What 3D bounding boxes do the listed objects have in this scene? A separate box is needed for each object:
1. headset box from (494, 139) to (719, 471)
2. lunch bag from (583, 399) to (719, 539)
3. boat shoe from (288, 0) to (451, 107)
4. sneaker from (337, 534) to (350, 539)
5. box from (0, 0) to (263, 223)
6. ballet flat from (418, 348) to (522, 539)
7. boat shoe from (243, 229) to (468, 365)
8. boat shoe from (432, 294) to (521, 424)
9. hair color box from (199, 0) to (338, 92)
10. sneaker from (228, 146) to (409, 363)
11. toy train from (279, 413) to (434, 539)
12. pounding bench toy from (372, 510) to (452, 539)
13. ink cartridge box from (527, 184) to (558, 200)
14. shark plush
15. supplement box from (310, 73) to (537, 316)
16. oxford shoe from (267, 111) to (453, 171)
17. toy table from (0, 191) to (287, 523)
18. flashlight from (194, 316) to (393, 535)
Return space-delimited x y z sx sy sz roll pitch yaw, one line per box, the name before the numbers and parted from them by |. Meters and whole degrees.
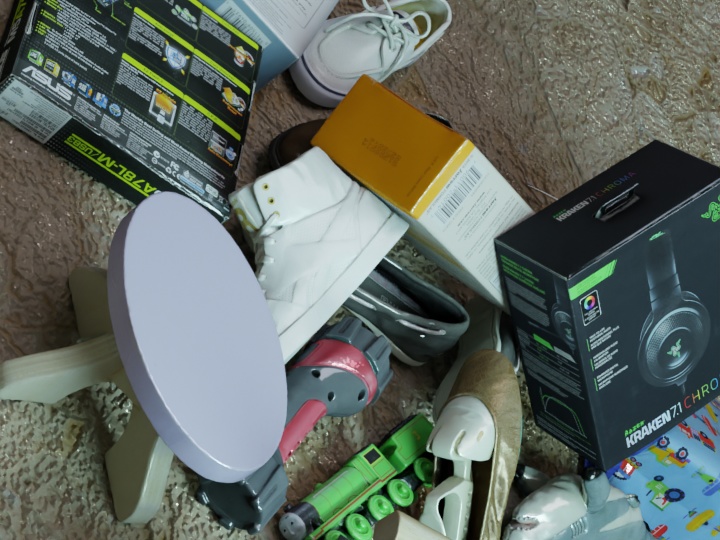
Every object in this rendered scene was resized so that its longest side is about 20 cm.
headset box | 0.210 0.019 1.640 0.173 0.093 0.201 -30 125 -23
lunch bag | 0.268 0.133 1.825 0.150 0.094 0.201 34 32 -24
boat shoe | 0.020 -0.198 1.785 0.202 0.086 0.075 -26 83 -53
sneaker | 0.024 0.267 1.474 0.082 0.070 0.200 -52 122 -12
box | -0.171 -0.147 1.569 0.199 0.047 0.194 33 40 -26
ballet flat | 0.072 0.156 1.537 0.072 0.067 0.202 10 90 -55
boat shoe | 0.000 0.000 1.625 0.199 0.057 0.067 36 41 -25
boat shoe | 0.104 0.081 1.673 0.057 0.067 0.200 47 26 -15
hair color box | -0.069 -0.244 1.742 0.099 0.060 0.200 46 39 -14
sneaker | -0.067 -0.001 1.530 0.116 0.074 0.200 43 62 -3
toy train | 0.006 0.161 1.540 0.056 0.042 0.200 49 36 7
pounding bench toy | -0.034 0.240 1.297 0.124 0.156 0.201 39 70 -22
ink cartridge box | 0.232 0.010 1.818 0.199 0.076 0.148 27 5 -18
shark plush | 0.183 0.216 1.704 0.200 0.090 0.084 31 66 -50
supplement box | 0.066 -0.055 1.637 0.126 0.074 0.200 36 -4 38
oxford shoe | 0.003 -0.103 1.698 0.199 0.084 0.073 -16 77 -50
toy table | -0.137 0.062 1.389 0.183 0.117 0.201 22 47 -36
flashlight | -0.044 0.112 1.504 0.200 0.067 0.068 -52 149 -49
